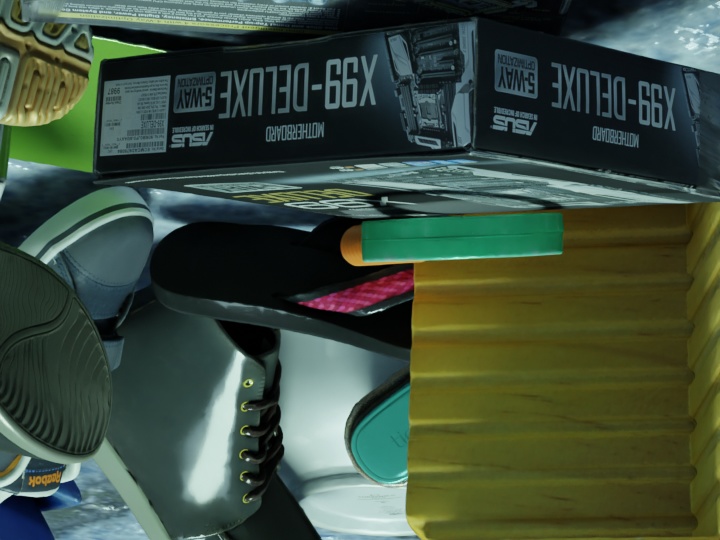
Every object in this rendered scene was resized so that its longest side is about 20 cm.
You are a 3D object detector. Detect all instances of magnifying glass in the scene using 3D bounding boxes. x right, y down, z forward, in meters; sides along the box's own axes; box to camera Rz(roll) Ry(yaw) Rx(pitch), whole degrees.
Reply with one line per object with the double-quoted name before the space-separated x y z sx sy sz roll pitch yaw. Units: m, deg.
"magnifying glass" 0.027 -0.012 1.088 0.079 0.023 0.200 -3 -178 -14

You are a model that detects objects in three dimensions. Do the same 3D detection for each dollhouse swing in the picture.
"dollhouse swing" 0.096 0.021 1.063 0.181 0.201 0.176 -2 160 11

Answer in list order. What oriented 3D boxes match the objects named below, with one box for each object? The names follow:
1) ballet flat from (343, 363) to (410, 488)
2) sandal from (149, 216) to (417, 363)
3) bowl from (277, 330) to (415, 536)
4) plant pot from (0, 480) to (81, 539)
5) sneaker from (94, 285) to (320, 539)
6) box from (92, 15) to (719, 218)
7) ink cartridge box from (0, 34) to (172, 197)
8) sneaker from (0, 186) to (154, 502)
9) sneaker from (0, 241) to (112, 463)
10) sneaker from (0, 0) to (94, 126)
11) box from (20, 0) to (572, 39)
"ballet flat" 0.078 0.035 1.276 0.199 0.068 0.067 -30 -177 16
"sandal" 0.000 0.000 1.212 0.199 0.075 0.045 7 129 5
"bowl" 0.010 0.085 1.397 0.200 0.091 0.201 3 159 1
"plant pot" -0.286 0.180 1.551 0.199 0.181 0.200 -9 156 30
"sneaker" -0.059 0.090 1.301 0.106 0.075 0.200 -31 111 28
"box" 0.021 -0.054 1.000 0.199 0.050 0.157 -2 174 43
"ink cartridge box" -0.155 -0.043 1.099 0.199 0.076 0.148 9 158 -12
"sneaker" -0.150 0.053 1.231 0.200 0.080 0.078 -49 155 22
"sneaker" -0.193 0.023 1.089 0.106 0.075 0.200 -6 149 34
"sneaker" -0.194 -0.107 0.969 0.199 0.076 0.087 21 168 -32
"box" -0.019 -0.131 0.895 0.199 0.049 0.161 3 157 -3
